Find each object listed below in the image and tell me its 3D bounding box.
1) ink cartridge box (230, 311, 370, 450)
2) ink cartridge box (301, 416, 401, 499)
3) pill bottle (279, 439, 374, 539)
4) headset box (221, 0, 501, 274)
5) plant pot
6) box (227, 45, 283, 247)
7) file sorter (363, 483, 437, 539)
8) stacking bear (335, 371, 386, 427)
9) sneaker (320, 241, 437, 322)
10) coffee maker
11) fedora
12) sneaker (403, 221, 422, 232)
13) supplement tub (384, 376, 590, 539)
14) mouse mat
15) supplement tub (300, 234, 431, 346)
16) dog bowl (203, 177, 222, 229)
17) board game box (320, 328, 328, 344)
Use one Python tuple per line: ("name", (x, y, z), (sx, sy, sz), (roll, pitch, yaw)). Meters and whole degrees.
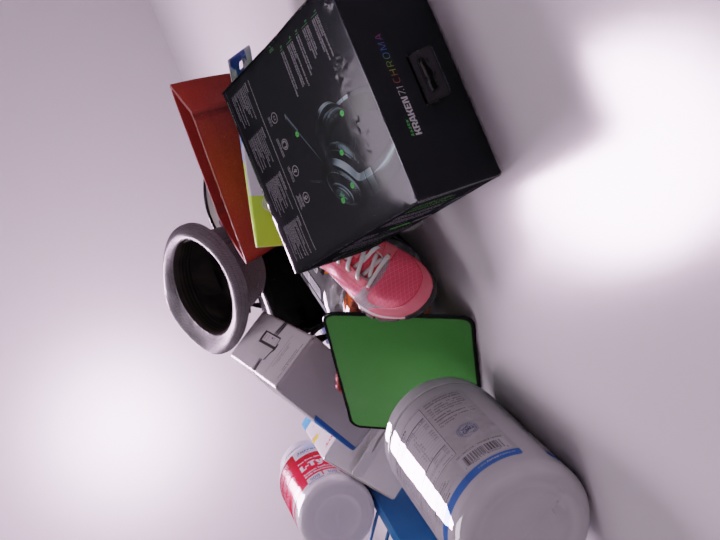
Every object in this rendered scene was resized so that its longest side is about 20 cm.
("ink cartridge box", (-0.072, 0.142, 1.180), (0.146, 0.085, 0.200), (42, 169, -22))
("ink cartridge box", (0.013, 0.227, 1.278), (0.125, 0.129, 0.200), (33, 179, -16))
("pill bottle", (-0.058, 0.325, 1.307), (0.113, 0.112, 0.200), (70, 167, -14))
("headset box", (-0.004, -0.114, 0.704), (0.200, 0.092, 0.175), (-29, 83, 54))
("plant pot", (-0.117, -0.157, 1.135), (0.200, 0.175, 0.201), (-132, 23, -62))
("box", (-0.101, -0.140, 0.973), (0.122, 0.047, 0.202), (-82, -13, -69))
("file sorter", (0.086, 0.403, 1.248), (0.200, 0.138, 0.124), (-133, 53, -63))
("stacking bear", (0.025, 0.082, 1.101), (0.121, 0.114, 0.200), (41, -168, -26))
("sneaker", (-0.014, -0.015, 0.873), (0.200, 0.074, 0.087), (32, 175, 34))
("coffee maker", (-0.106, -0.016, 1.325), (0.191, 0.134, 0.201), (9, 125, 50))
("fedora", (-0.199, 0.012, 1.265), (0.176, 0.090, 0.201), (36, 134, 26))
("sneaker", (0.003, -0.122, 0.898), (0.201, 0.070, 0.081), (56, 149, 28))
("supplement tub", (0.112, 0.195, 0.828), (0.200, 0.131, 0.133), (-137, 27, -68))
("mouse mat", (0.050, 0.114, 0.955), (0.201, 0.159, 0.008), (78, -161, -44))
("supplement tub", (0.000, 0.000, 1.014), (0.200, 0.122, 0.123), (-131, 21, -58))
("dog bowl", (-0.166, -0.129, 1.462), (0.073, 0.200, 0.202), (-4, 115, 34))
("board game box", (-0.083, -0.006, 1.595), (0.201, 0.061, 0.201), (83, 162, -52))
